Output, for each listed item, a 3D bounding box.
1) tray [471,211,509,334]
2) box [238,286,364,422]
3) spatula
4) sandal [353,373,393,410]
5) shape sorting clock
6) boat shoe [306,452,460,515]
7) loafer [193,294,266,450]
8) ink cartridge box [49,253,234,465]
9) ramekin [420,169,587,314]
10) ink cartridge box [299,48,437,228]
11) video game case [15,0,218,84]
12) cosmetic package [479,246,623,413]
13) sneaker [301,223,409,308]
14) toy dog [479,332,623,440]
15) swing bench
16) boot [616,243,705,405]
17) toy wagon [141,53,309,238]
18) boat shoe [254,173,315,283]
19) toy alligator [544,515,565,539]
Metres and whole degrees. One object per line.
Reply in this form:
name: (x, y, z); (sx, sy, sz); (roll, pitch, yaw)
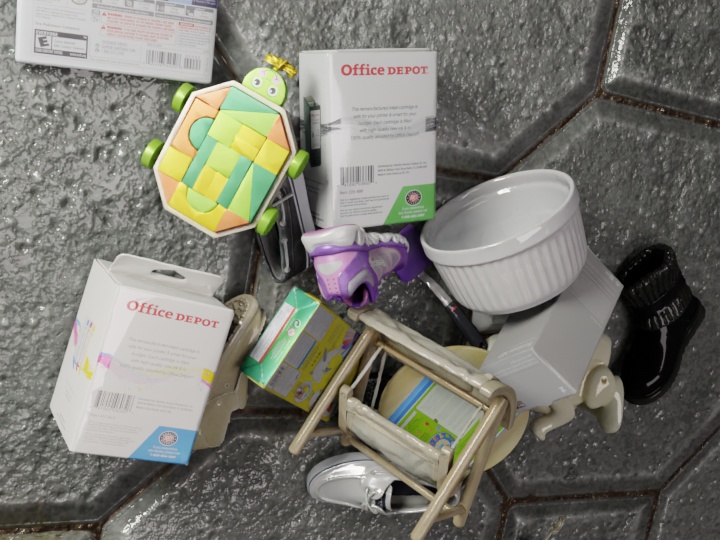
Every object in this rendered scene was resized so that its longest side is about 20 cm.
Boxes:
tray: (0.212, -0.008, 1.214); (0.107, 0.022, 0.201); (-2, 104, -30)
box: (-0.053, 0.107, 1.047); (0.118, 0.048, 0.200); (-56, 148, -7)
spatula: (0.104, 0.032, 1.146); (0.056, 0.021, 0.200); (-41, 99, -14)
sandal: (0.079, 0.172, 1.177); (0.200, 0.048, 0.076); (16, 100, -18)
shape sorting clock: (0.121, 0.186, 1.140); (0.199, 0.039, 0.201); (0, 111, -1)
boat shoe: (0.029, 0.277, 1.119); (0.199, 0.065, 0.074); (-6, 114, 2)
loafer: (-0.158, 0.121, 1.017); (0.068, 0.076, 0.201); (23, 100, -33)
ink cartridge box: (-0.231, 0.084, 0.932); (0.128, 0.125, 0.201); (16, 95, -31)
ramekin: (0.185, -0.033, 1.086); (0.200, 0.200, 0.105); (-33, 114, -17)
ink cartridge box: (0.010, -0.157, 1.026); (0.145, 0.084, 0.201); (-7, 106, -27)
video game case: (-0.241, -0.292, 0.889); (0.199, 0.023, 0.183); (1, 103, -28)
cosmetic package: (0.241, 0.073, 1.100); (0.090, 0.107, 0.200); (46, 49, -8)
sneaker: (0.000, 0.000, 1.020); (0.200, 0.080, 0.089); (4, 75, -65)
toy dog: (0.253, 0.139, 1.207); (0.199, 0.140, 0.195); (3, 107, -25)
swing bench: (0.058, 0.170, 1.023); (0.130, 0.199, 0.201); (9, 108, -59)
boot: (0.430, 0.080, 1.321); (0.158, 0.079, 0.212); (45, 69, -37)
toy wagon: (-0.133, -0.138, 0.926); (0.155, 0.040, 0.200); (30, 97, 1)
boat shoe: (-0.106, -0.080, 0.989); (0.068, 0.073, 0.200); (-34, 127, -33)
toy alligator: (0.241, 0.450, 1.333); (0.054, 0.059, 0.201); (29, 88, 9)
